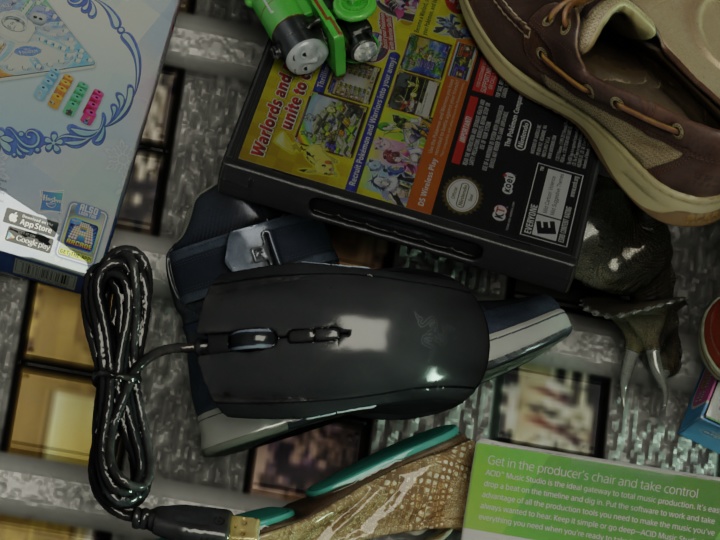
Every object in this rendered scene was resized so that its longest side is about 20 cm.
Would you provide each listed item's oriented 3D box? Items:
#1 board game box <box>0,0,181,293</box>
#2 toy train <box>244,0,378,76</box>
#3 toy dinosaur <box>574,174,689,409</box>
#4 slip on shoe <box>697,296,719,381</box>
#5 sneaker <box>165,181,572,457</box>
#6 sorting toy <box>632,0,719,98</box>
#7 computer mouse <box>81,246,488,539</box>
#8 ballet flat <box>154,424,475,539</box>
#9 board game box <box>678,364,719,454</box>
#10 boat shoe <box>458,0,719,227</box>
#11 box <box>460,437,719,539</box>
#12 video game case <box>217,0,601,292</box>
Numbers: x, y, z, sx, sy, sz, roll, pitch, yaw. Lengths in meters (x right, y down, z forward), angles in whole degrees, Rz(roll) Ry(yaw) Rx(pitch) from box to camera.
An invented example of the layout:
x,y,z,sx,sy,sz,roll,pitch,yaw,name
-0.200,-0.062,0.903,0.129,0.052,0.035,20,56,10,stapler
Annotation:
x,y,z,sx,sy,sz,roll,pitch,yaw,name
-0.203,-0.109,1.321,0.199,0.043,0.200,17,72,-6,board game box
-0.049,-0.172,1.334,0.056,0.042,0.201,-19,52,-13,toy train
0.113,-0.032,1.346,0.200,0.077,0.102,40,56,-2,toy dinosaur
0.274,0.022,1.328,0.198,0.061,0.075,-6,74,-14,slip on shoe
0.000,0.000,1.313,0.201,0.077,0.147,-13,80,-14,sneaker
0.252,-0.104,1.378,0.184,0.037,0.200,-25,64,-33,sorting toy
-0.035,0.061,1.223,0.198,0.046,0.142,5,79,-8,computer mouse
-0.026,0.138,1.276,0.199,0.070,0.066,-20,93,-12,ballet flat
0.275,0.027,1.380,0.152,0.040,0.201,26,71,-3,board game box
0.123,-0.110,1.292,0.072,0.072,0.200,-18,53,-28,boat shoe
0.112,0.191,1.251,0.143,0.036,0.202,8,87,18,box
0.038,-0.088,1.319,0.179,0.026,0.201,16,46,1,video game case
